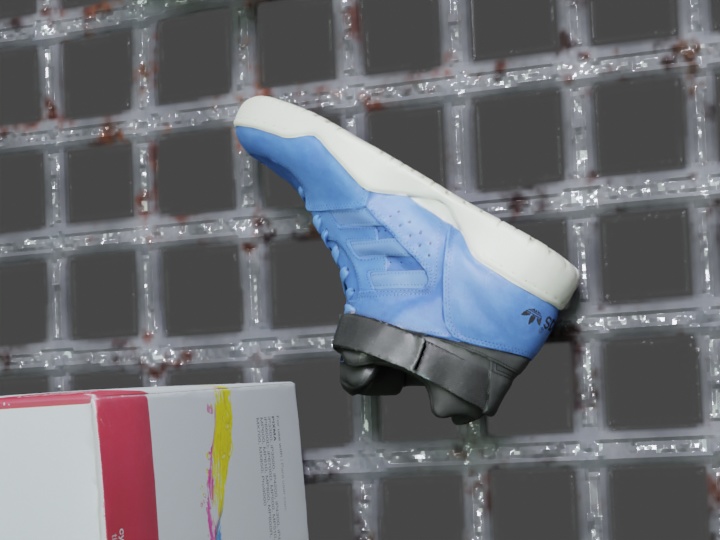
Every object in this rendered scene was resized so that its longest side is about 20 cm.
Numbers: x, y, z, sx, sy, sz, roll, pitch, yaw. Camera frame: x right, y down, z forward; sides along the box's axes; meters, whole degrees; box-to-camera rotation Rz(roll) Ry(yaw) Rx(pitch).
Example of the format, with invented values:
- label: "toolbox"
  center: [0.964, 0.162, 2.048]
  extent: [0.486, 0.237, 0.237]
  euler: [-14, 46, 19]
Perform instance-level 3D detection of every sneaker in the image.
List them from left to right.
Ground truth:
- label: "sneaker"
  center: [0.000, 0.000, 1.049]
  extent: [0.199, 0.077, 0.112]
  euler: [31, 91, 18]

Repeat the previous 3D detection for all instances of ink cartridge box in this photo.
- label: "ink cartridge box"
  center: [-0.130, 0.131, 1.039]
  extent: [0.144, 0.200, 0.146]
  euler: [-6, 87, 26]
